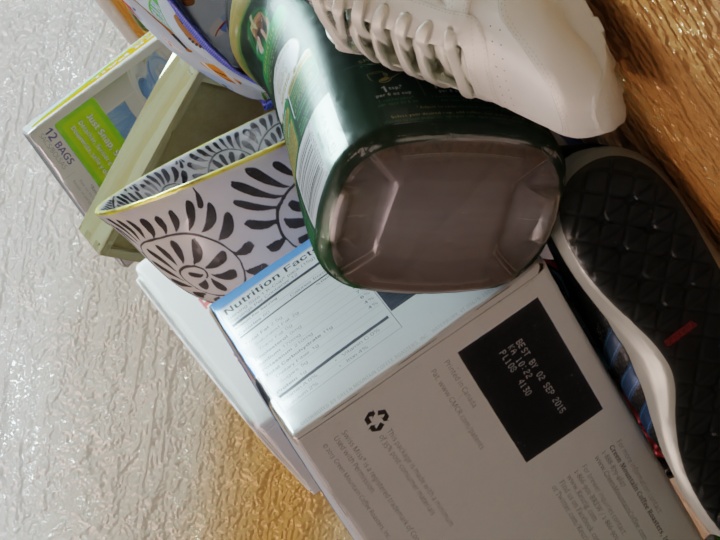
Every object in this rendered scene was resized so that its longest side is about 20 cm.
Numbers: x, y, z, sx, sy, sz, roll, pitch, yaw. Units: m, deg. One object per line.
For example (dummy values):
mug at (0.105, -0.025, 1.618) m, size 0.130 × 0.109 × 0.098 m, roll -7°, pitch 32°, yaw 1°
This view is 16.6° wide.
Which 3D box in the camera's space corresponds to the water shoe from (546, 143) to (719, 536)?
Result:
water shoe at (0.139, 0.029, 1.059) m, size 0.200 × 0.071 × 0.079 m, roll 62°, pitch 176°, yaw -15°

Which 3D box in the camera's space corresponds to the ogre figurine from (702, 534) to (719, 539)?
ogre figurine at (0.208, 0.160, 1.025) m, size 0.200 × 0.120 × 0.098 m, roll 43°, pitch -136°, yaw -47°

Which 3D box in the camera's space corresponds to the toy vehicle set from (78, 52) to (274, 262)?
toy vehicle set at (-0.054, -0.052, 1.431) m, size 0.200 × 0.124 × 0.027 m, roll 11°, pitch -152°, yaw -44°

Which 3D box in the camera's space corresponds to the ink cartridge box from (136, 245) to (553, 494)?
ink cartridge box at (0.000, 0.000, 1.345) m, size 0.147 × 0.200 × 0.083 m, roll 49°, pitch 175°, yaw 37°

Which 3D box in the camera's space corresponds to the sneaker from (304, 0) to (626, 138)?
sneaker at (0.027, -0.105, 0.968) m, size 0.200 × 0.080 × 0.076 m, roll 46°, pitch 161°, yaw 39°

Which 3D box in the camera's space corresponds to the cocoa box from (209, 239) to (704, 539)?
cocoa box at (0.047, 0.076, 1.115) m, size 0.200 × 0.133 × 0.131 m, roll 58°, pitch 176°, yaw -32°

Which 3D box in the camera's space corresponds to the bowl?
bowl at (-0.024, -0.031, 1.243) m, size 0.201 × 0.201 × 0.094 m, roll -152°, pitch 37°, yaw -79°

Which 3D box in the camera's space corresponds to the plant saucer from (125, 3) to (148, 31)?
plant saucer at (-0.135, -0.243, 1.468) m, size 0.200 × 0.031 × 0.200 m, roll -12°, pitch -90°, yaw -85°

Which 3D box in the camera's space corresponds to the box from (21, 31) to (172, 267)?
box at (-0.111, -0.108, 1.630) m, size 0.113 × 0.200 × 0.101 m, roll 54°, pitch 175°, yaw -10°

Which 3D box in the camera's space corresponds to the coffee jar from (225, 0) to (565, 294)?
coffee jar at (0.008, -0.079, 1.049) m, size 0.200 × 0.104 × 0.085 m, roll -112°, pitch 30°, yaw -49°

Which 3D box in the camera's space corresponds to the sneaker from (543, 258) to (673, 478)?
sneaker at (0.087, 0.032, 1.244) m, size 0.200 × 0.079 × 0.096 m, roll 35°, pitch -157°, yaw -28°

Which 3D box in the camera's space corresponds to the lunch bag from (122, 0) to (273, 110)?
lunch bag at (-0.076, -0.175, 1.253) m, size 0.200 × 0.124 × 0.170 m, roll 60°, pitch 174°, yaw -6°

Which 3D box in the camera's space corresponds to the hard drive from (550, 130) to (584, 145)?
hard drive at (0.141, 0.016, 1.160) m, size 0.200 × 0.025 × 0.132 m, roll 51°, pitch 176°, yaw 15°
